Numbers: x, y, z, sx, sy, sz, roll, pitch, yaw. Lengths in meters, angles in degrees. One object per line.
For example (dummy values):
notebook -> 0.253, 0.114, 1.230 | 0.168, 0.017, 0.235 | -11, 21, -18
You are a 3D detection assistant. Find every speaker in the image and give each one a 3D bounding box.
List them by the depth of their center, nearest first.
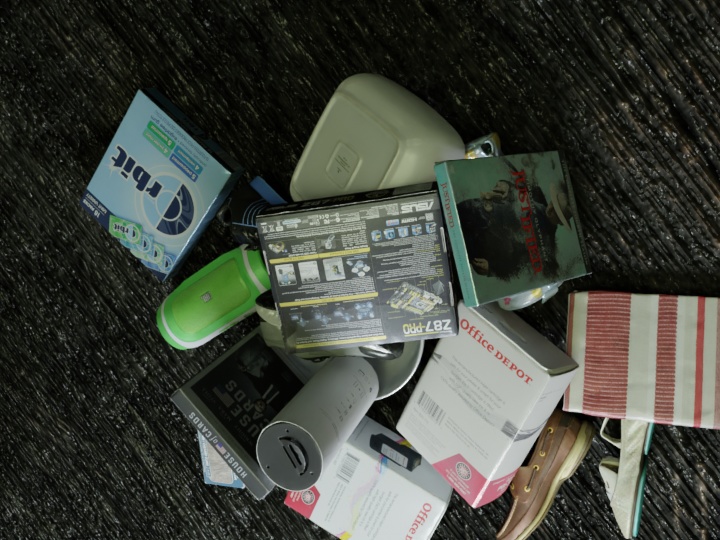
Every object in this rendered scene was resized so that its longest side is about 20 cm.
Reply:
speaker -> -0.044, 0.169, 0.834 | 0.080, 0.200, 0.083 | 5, 107, 18
speaker -> -0.187, 0.033, 0.982 | 0.198, 0.088, 0.089 | -31, 94, 25

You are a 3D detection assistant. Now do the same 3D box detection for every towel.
towel -> 0.336, 0.099, 0.819 | 0.196, 0.023, 0.147 | 3, 83, 20

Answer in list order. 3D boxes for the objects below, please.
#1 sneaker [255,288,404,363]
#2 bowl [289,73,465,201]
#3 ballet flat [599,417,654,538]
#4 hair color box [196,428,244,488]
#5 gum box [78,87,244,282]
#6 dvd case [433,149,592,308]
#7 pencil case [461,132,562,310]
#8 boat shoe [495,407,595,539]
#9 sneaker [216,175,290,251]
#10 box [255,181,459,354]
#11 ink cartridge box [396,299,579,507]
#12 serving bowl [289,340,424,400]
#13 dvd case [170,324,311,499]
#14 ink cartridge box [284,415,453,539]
sneaker -> -0.037, 0.077, 0.883 | 0.197, 0.074, 0.081 | 12, 119, 23
bowl -> 0.003, -0.114, 0.826 | 0.200, 0.074, 0.202 | 45, 115, 33
ballet flat -> 0.321, 0.221, 0.872 | 0.061, 0.067, 0.204 | 10, 100, 27
hair color box -> -0.137, 0.186, 0.945 | 0.059, 0.200, 0.102 | 0, 106, 19
gum box -> -0.278, -0.116, 0.992 | 0.169, 0.045, 0.201 | 41, 114, 4
dvd case -> 0.167, -0.051, 0.761 | 0.022, 0.197, 0.149 | -15, 86, 50
pencil case -> 0.161, -0.057, 0.829 | 0.090, 0.083, 0.203 | -15, 103, 56
boat shoe -> 0.222, 0.263, 0.914 | 0.067, 0.072, 0.203 | 31, 107, 14
sneaker -> -0.111, -0.049, 0.882 | 0.078, 0.200, 0.071 | -39, 128, -10
box -> 0.000, 0.000, 0.770 | 0.196, 0.049, 0.164 | -8, 108, 12
ink cartridge box -> 0.150, 0.155, 0.870 | 0.146, 0.082, 0.203 | 41, 118, 34
serving bowl -> -0.005, 0.064, 0.936 | 0.196, 0.066, 0.204 | 6, 108, 17
dvd case -> -0.119, 0.158, 0.859 | 0.151, 0.200, 0.025 | 48, 116, 1
ink cartridge box -> 0.014, 0.300, 0.989 | 0.198, 0.083, 0.148 | 29, 113, 10
